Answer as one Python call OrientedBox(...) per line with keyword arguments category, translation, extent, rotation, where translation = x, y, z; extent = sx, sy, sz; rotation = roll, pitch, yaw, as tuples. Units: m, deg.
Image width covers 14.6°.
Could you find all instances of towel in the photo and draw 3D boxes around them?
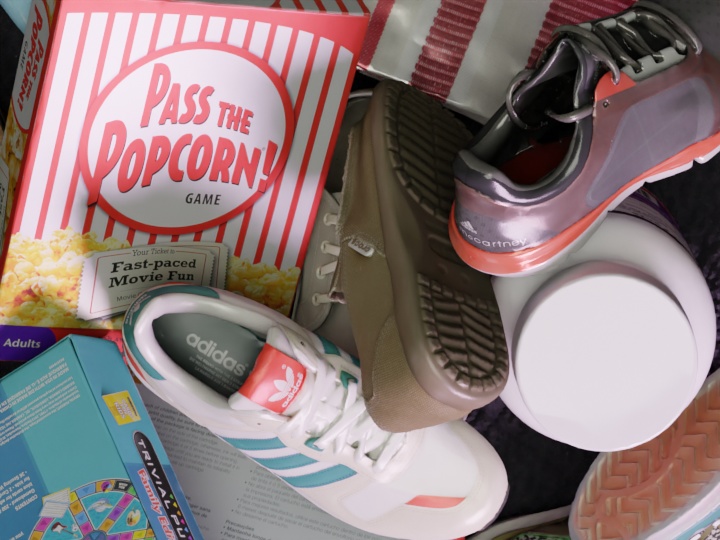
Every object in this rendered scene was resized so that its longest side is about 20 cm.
OrientedBox(category="towel", translation=(0.067, -0.146, 1.386), extent=(0.200, 0.023, 0.144), rotation=(22, 86, -5))

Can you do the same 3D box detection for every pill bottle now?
OrientedBox(category="pill bottle", translation=(0.110, 0.020, 1.342), extent=(0.111, 0.200, 0.112), rotation=(0, 102, 1))

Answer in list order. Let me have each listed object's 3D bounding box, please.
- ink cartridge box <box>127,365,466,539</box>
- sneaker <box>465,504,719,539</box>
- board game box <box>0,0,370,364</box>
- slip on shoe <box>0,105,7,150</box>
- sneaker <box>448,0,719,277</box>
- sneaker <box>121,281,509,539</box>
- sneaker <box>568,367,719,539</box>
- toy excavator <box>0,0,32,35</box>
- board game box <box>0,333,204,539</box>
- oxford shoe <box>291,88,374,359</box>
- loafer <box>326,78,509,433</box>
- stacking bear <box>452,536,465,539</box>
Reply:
OrientedBox(category="ink cartridge box", translation=(-0.063, 0.129, 1.380), extent=(0.199, 0.041, 0.200), rotation=(14, 63, 25))
OrientedBox(category="sneaker", translation=(0.136, 0.144, 1.424), extent=(0.200, 0.089, 0.077), rotation=(-28, 101, 4))
OrientedBox(category="board game box", translation=(-0.094, -0.049, 1.331), extent=(0.151, 0.046, 0.200), rotation=(2, 122, -23))
OrientedBox(category="slip on shoe", translation=(-0.207, -0.070, 1.389), extent=(0.060, 0.076, 0.200), rotation=(-21, 100, -2))
OrientedBox(category="sneaker", translation=(0.117, -0.082, 1.254), extent=(0.077, 0.082, 0.200), rotation=(33, 68, 30))
OrientedBox(category="sneaker", translation=(-0.025, 0.066, 1.293), extent=(0.200, 0.093, 0.070), rotation=(30, 87, 4))
OrientedBox(category="sneaker", translation=(0.194, 0.084, 1.365), extent=(0.200, 0.071, 0.080), rotation=(-41, 132, 11))
OrientedBox(category="toy excavator", translation=(-0.126, -0.130, 1.357), extent=(0.100, 0.194, 0.200), rotation=(-30, 72, 6))
OrientedBox(category="board game box", translation=(-0.144, 0.154, 1.320), extent=(0.151, 0.047, 0.200), rotation=(-31, 73, 19))
OrientedBox(category="oxford shoe", translation=(0.000, 0.000, 1.369), extent=(0.075, 0.058, 0.200), rotation=(-1, 73, 9))
OrientedBox(category="loafer", translation=(0.018, -0.008, 1.293), extent=(0.076, 0.200, 0.067), rotation=(31, 126, -29))
OrientedBox(category="stacking bear", translation=(-0.031, 0.178, 1.428), extent=(0.114, 0.121, 0.200), rotation=(44, 92, -6))
